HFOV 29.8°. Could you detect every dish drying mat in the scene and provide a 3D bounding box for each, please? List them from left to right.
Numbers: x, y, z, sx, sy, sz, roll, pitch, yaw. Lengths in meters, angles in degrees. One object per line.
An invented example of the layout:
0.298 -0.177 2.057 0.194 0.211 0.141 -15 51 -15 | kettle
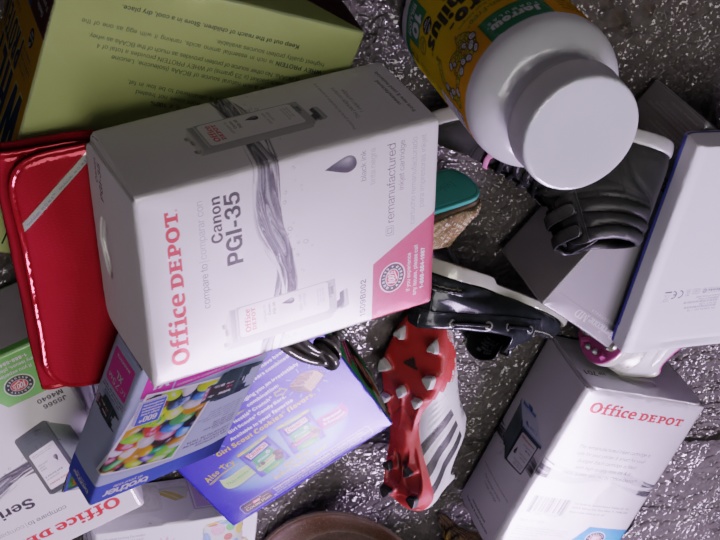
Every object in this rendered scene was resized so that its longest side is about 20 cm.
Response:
-0.183 -0.001 0.868 0.076 0.018 0.201 -12 132 -14 | dish drying mat

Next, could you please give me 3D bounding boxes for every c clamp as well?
0.000 0.000 1.056 0.200 0.027 0.172 -47 128 -28 | c clamp

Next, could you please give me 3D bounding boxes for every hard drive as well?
0.293 -0.023 1.111 0.131 0.025 0.201 -4 127 -24 | hard drive

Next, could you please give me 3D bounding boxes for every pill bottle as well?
0.111 -0.142 0.942 0.112 0.200 0.114 -11 128 -14 | pill bottle

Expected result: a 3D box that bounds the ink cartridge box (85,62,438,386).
-0.058 -0.029 0.843 0.198 0.083 0.148 -17 130 -22 | ink cartridge box

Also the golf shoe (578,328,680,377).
0.282 0.012 1.201 0.091 0.075 0.200 31 105 -35 | golf shoe

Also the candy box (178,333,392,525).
-0.093 0.091 1.107 0.168 0.077 0.200 -32 130 3 | candy box

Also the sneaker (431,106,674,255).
0.139 -0.068 1.042 0.198 0.071 0.100 10 80 -1 | sneaker

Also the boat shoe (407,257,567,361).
0.104 0.041 1.126 0.199 0.074 0.067 22 87 -55 | boat shoe

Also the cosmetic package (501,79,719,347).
0.228 -0.045 1.136 0.106 0.090 0.200 28 107 -38 | cosmetic package

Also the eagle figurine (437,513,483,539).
0.082 0.348 1.322 0.150 0.152 0.202 17 99 1 | eagle figurine

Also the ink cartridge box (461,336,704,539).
0.208 0.173 1.283 0.145 0.086 0.201 11 117 -28 | ink cartridge box

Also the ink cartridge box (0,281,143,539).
-0.275 0.126 1.053 0.144 0.084 0.201 -25 129 -4 | ink cartridge box

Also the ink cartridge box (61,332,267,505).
-0.138 0.100 0.968 0.119 0.042 0.201 -18 152 -38 | ink cartridge box

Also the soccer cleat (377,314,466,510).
0.061 0.119 1.204 0.085 0.068 0.202 -23 123 -48 | soccer cleat

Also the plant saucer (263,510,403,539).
-0.016 0.321 1.268 0.201 0.200 0.037 -47 170 14 | plant saucer

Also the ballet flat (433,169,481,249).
0.013 -0.026 1.009 0.199 0.071 0.066 -12 139 -40 | ballet flat

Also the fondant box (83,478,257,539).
-0.175 0.282 1.223 0.143 0.058 0.201 -5 126 -19 | fondant box

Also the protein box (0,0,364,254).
-0.137 -0.119 0.899 0.197 0.135 0.201 8 121 -27 | protein box
